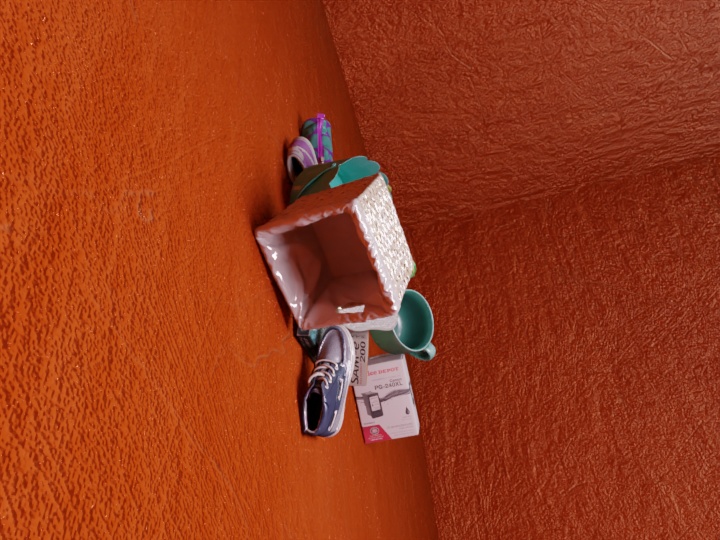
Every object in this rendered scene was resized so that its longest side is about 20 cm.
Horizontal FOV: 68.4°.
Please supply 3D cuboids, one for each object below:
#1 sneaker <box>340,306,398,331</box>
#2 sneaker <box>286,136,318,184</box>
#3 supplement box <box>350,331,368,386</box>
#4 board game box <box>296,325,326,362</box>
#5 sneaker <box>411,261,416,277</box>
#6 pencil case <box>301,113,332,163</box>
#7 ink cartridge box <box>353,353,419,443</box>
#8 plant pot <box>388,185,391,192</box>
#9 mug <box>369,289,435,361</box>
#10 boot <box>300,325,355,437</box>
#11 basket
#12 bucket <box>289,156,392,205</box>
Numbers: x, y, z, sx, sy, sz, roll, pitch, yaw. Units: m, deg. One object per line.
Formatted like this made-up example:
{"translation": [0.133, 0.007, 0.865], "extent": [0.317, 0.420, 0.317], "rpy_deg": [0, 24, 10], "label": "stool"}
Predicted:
{"translation": [-0.010, 0.089, 1.114], "extent": [0.199, 0.079, 0.079], "rpy_deg": [21, 81, -47], "label": "sneaker"}
{"translation": [-0.117, -0.192, 1.215], "extent": [0.115, 0.072, 0.202], "rpy_deg": [-86, 152, -52], "label": "sneaker"}
{"translation": [-0.017, 0.158, 1.240], "extent": [0.201, 0.072, 0.128], "rpy_deg": [-86, 178, -63], "label": "supplement box"}
{"translation": [-0.078, 0.067, 1.042], "extent": [0.136, 0.028, 0.202], "rpy_deg": [70, 23, -54], "label": "board game box"}
{"translation": [0.097, -0.003, 1.337], "extent": [0.200, 0.083, 0.075], "rpy_deg": [-74, 148, -65], "label": "sneaker"}
{"translation": [-0.107, -0.302, 1.365], "extent": [0.093, 0.084, 0.202], "rpy_deg": [114, -27, -52], "label": "pencil case"}
{"translation": [0.062, 0.327, 1.377], "extent": [0.083, 0.143, 0.203], "rpy_deg": [-29, 106, -81], "label": "ink cartridge box"}
{"translation": [-0.005, -0.154, 1.589], "extent": [0.200, 0.198, 0.187], "rpy_deg": [35, 55, -78], "label": "plant pot"}
{"translation": [0.098, 0.149, 1.339], "extent": [0.151, 0.114, 0.188], "rpy_deg": [-7, 82, -41], "label": "mug"}
{"translation": [-0.057, 0.187, 0.924], "extent": [0.090, 0.072, 0.203], "rpy_deg": [48, 44, -68], "label": "boot"}
{"translation": [-0.031, -0.031, 0.892], "extent": [0.202, 0.196, 0.161], "rpy_deg": [67, 30, -19], "label": "basket"}
{"translation": [-0.043, -0.134, 1.114], "extent": [0.206, 0.134, 0.210], "rpy_deg": [-9, 102, -47], "label": "bucket"}
